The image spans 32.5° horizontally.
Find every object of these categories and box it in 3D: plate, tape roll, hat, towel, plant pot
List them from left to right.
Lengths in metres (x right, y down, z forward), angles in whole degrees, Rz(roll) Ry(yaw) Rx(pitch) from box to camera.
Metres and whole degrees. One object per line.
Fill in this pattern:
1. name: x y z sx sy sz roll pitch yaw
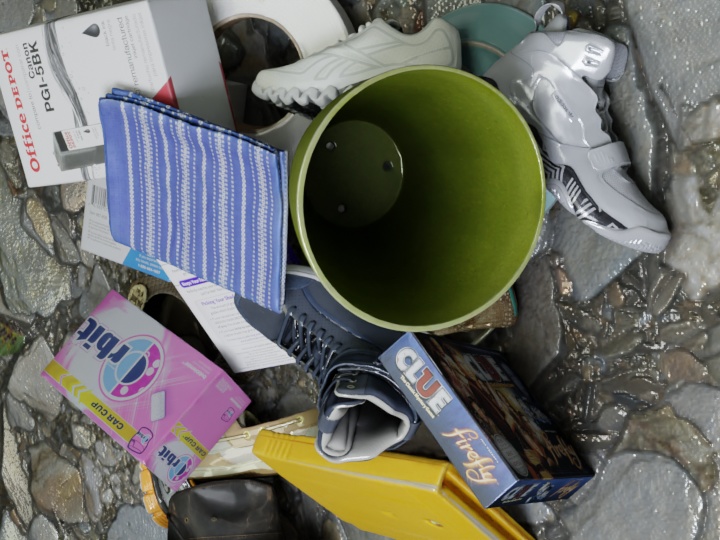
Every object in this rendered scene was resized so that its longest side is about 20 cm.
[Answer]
1. towel: -0.141 -0.059 1.017 0.199 0.024 0.146 22 123 31
2. hat: -0.126 0.241 1.185 0.199 0.200 0.082 -9 73 40
3. tape roll: -0.098 -0.183 1.135 0.201 0.037 0.205 2 101 11
4. plant pot: 0.017 -0.065 0.959 0.200 0.185 0.189 -151 62 -71
5. plate: 0.095 -0.125 1.046 0.199 0.025 0.202 7 100 40

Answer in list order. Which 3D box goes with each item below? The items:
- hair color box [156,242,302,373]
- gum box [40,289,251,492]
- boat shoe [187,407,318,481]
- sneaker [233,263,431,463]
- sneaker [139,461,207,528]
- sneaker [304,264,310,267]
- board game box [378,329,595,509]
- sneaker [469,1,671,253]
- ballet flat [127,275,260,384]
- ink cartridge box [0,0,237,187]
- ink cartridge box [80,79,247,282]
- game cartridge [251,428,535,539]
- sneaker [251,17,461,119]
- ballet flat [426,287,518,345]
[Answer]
1. hair color box: -0.120 -0.004 1.159 0.109 0.065 0.201 -13 120 40
2. gum box: -0.218 0.112 1.217 0.199 0.066 0.114 30 74 39
3. boat shoe: -0.112 0.171 1.215 0.198 0.074 0.067 -8 78 18
4. sneaker: -0.033 0.073 0.999 0.201 0.146 0.077 23 122 10
5. sneaker: -0.198 0.165 1.302 0.077 0.078 0.202 -18 85 24
6. sneaker: 0.000 0.000 1.071 0.199 0.075 0.085 -32 103 20
7. board game box: 0.103 0.116 0.954 0.035 0.200 0.136 -42 68 14
8. sneaker: 0.179 -0.110 0.942 0.200 0.075 0.115 43 110 13
9. ballet flat: -0.184 0.062 1.287 0.199 0.046 0.068 32 114 33
10. ink cartridge box: -0.223 -0.160 1.106 0.198 0.083 0.148 -5 106 32
11. ink cartridge box: -0.202 -0.105 1.258 0.144 0.084 0.202 18 106 36
12. game cartridge: 0.029 0.194 1.055 0.199 0.176 0.033 6 62 39
13. sneaker: -0.001 -0.172 1.058 0.198 0.075 0.082 1 86 26
14. ballet flat: 0.056 0.054 1.076 0.199 0.070 0.066 -26 96 43
